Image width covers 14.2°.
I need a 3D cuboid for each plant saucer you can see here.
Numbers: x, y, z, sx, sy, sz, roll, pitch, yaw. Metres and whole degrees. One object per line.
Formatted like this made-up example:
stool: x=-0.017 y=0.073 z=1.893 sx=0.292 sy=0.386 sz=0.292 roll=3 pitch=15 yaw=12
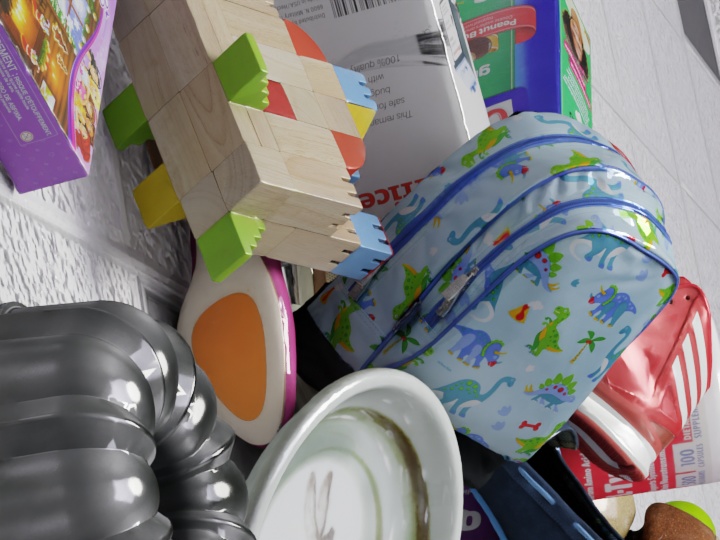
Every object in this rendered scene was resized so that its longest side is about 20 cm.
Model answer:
plant saucer: x=-0.021 y=0.145 z=1.479 sx=0.200 sy=0.050 sz=0.200 roll=-23 pitch=119 yaw=-51

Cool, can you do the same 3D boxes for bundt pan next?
bundt pan: x=-0.103 y=0.103 z=1.263 sx=0.202 sy=0.076 sz=0.202 roll=-14 pitch=90 yaw=-74

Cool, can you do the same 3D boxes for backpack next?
backpack: x=0.076 y=0.012 z=1.556 sx=0.163 sy=0.200 sz=0.154 roll=35 pitch=0 yaw=-37

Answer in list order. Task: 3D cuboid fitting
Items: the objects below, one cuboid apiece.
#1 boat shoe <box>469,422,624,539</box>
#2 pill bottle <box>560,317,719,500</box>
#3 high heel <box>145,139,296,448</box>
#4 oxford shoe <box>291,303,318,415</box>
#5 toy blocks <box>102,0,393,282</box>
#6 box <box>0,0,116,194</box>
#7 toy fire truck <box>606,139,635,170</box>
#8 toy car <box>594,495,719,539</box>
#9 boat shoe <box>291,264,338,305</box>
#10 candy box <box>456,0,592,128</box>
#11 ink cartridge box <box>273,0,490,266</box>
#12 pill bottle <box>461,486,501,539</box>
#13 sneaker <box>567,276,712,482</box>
boat shoe: x=0.104 y=0.109 z=1.692 sx=0.084 sy=0.069 sz=0.200 roll=-6 pitch=59 yaw=-57
pill bottle: x=0.134 y=0.093 z=1.846 sx=0.112 sy=0.200 sz=0.112 roll=-9 pitch=90 yaw=-86
high heel: x=-0.059 y=0.005 z=1.528 sx=0.096 sy=0.067 sz=0.200 roll=20 pitch=43 yaw=-59
oxford shoe: x=-0.015 y=0.105 z=1.619 sx=0.075 sy=0.058 sz=0.200 roll=18 pitch=41 yaw=-48
toy blocks: x=-0.046 y=-0.078 z=1.484 sx=0.137 sy=0.100 sz=0.200 roll=13 pitch=45 yaw=-48
box: x=-0.161 y=-0.153 z=1.357 sx=0.200 sy=0.039 sz=0.137 roll=-87 pitch=158 yaw=-47
toy fire truck: x=0.112 y=-0.007 z=1.926 sx=0.112 sy=0.200 sz=0.168 roll=-47 pitch=136 yaw=-25
toy car: x=0.141 y=0.187 z=2.019 sx=0.200 sy=0.158 sz=0.164 roll=44 pitch=16 yaw=-4
boat shoe: x=0.000 y=0.000 z=1.724 sx=0.076 sy=0.072 sz=0.200 roll=-24 pitch=99 yaw=-74
candy box: x=0.061 y=-0.086 z=1.837 sx=0.200 sy=0.169 sz=0.077 roll=-88 pitch=154 yaw=-46
ink cartridge box: x=-0.015 y=-0.117 z=1.639 sx=0.086 sy=0.146 sz=0.200 roll=-40 pitch=115 yaw=-75
pill bottle: x=0.075 y=0.202 z=1.729 sx=0.200 sy=0.112 sz=0.113 roll=-81 pitch=152 yaw=-56
sneaker: x=0.135 y=0.023 z=1.753 sx=0.200 sy=0.116 sz=0.078 roll=49 pitch=-18 yaw=-19
